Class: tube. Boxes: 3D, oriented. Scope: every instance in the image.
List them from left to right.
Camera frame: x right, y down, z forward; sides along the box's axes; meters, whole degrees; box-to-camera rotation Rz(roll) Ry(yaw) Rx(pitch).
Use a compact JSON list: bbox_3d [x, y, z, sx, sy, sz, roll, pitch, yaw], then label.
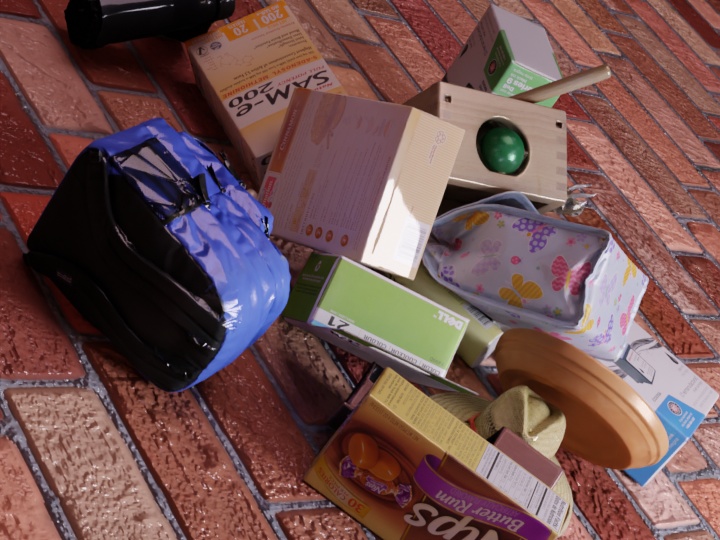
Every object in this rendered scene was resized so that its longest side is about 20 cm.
[{"bbox_3d":[0.064,0.019,1.729,0.200,0.058,0.052,44,46,13],"label":"tube"}]

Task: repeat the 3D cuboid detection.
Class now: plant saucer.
[{"bbox_3d":[0.212,0.135,1.622,0.200,0.200,0.037,38,71,3],"label":"plant saucer"}]

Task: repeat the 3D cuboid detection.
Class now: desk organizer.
[{"bbox_3d":[0.077,0.160,1.472,0.200,0.072,0.077,36,66,0],"label":"desk organizer"}]

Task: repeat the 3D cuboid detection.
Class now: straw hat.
[{"bbox_3d":[0.152,0.159,1.576,0.201,0.085,0.201,28,29,-17],"label":"straw hat"}]

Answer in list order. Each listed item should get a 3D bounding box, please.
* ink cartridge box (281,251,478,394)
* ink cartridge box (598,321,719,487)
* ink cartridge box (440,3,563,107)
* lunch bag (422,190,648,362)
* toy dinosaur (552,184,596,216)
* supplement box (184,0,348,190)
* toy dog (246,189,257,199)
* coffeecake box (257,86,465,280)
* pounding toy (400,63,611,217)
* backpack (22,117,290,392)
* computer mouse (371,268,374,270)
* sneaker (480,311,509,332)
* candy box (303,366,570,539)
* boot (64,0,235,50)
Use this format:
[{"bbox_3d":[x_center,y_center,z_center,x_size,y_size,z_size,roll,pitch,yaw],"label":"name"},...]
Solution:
[{"bbox_3d":[0.029,0.048,1.510,0.148,0.076,0.200,27,-7,-17],"label":"ink cartridge box"},{"bbox_3d":[0.275,0.120,1.776,0.200,0.086,0.146,43,28,8],"label":"ink cartridge box"},{"bbox_3d":[0.154,-0.200,2.002,0.084,0.200,0.146,20,32,-22],"label":"ink cartridge box"},{"bbox_3d":[0.169,0.000,1.643,0.200,0.127,0.170,15,-8,27],"label":"lunch bag"},{"bbox_3d":[0.187,-0.080,1.958,0.200,0.102,0.077,-4,48,-52],"label":"toy dinosaur"},{"bbox_3d":[-0.094,-0.189,1.774,0.126,0.074,0.200,-25,55,-11],"label":"supplement box"},{"bbox_3d":[-0.173,-0.082,1.562,0.132,0.096,0.200,46,30,16],"label":"toy dog"},{"bbox_3d":[-0.008,-0.089,1.599,0.073,0.154,0.200,19,-1,-38],"label":"coffeecake box"},{"bbox_3d":[0.129,-0.132,1.678,0.184,0.200,0.143,10,72,-27],"label":"pounding toy"},{"bbox_3d":[-0.153,-0.014,1.393,0.200,0.163,0.168,49,45,12],"label":"backpack"},{"bbox_3d":[0.000,0.000,1.710,0.200,0.034,0.059,54,4,21],"label":"computer mouse"},{"bbox_3d":[0.145,-0.006,1.822,0.088,0.074,0.200,29,48,-44],"label":"sneaker"},{"bbox_3d":[0.065,0.190,1.398,0.200,0.117,0.056,38,31,1],"label":"candy box"},{"bbox_3d":[-0.245,-0.285,1.791,0.168,0.077,0.200,-12,5,-22],"label":"boot"}]
